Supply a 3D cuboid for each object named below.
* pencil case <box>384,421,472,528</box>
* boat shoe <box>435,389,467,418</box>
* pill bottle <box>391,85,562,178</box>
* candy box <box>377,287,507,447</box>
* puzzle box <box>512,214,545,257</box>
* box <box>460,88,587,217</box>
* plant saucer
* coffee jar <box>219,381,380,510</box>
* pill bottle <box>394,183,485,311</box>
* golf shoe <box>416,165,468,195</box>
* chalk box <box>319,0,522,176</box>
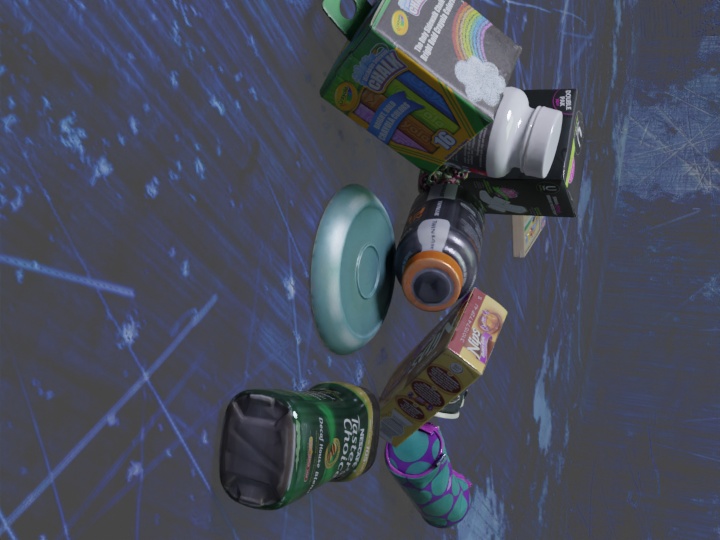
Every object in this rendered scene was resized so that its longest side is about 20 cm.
[{"bbox_3d":[0.101,0.292,1.114,0.092,0.085,0.201,-43,141,-15],"label":"pencil case"},{"bbox_3d":[0.120,0.171,1.137,0.199,0.074,0.067,6,94,-70],"label":"boat shoe"},{"bbox_3d":[0.142,-0.179,0.968,0.111,0.198,0.112,17,90,-71],"label":"pill bottle"},{"bbox_3d":[0.092,0.123,0.967,0.200,0.056,0.117,-53,-178,44],"label":"candy box"},{"bbox_3d":[0.360,-0.126,1.664,0.200,0.025,0.134,-45,134,-54],"label":"puzzle box"},{"bbox_3d":[0.223,-0.173,1.159,0.124,0.198,0.150,44,56,-59],"label":"box"},{"bbox_3d":[0.000,0.000,0.918,0.200,0.027,0.203,-17,109,-63],"label":"plant saucer"},{"bbox_3d":[-0.051,0.165,0.770,0.200,0.084,0.106,9,86,-65],"label":"coffee jar"},{"bbox_3d":[0.101,-0.027,0.988,0.200,0.105,0.107,-67,152,-60],"label":"pill bottle"},{"bbox_3d":[0.125,-0.196,1.090,0.072,0.092,0.202,16,100,-22],"label":"golf shoe"},{"bbox_3d":[0.044,-0.223,0.818,0.199,0.124,0.126,34,56,-12],"label":"chalk box"}]
